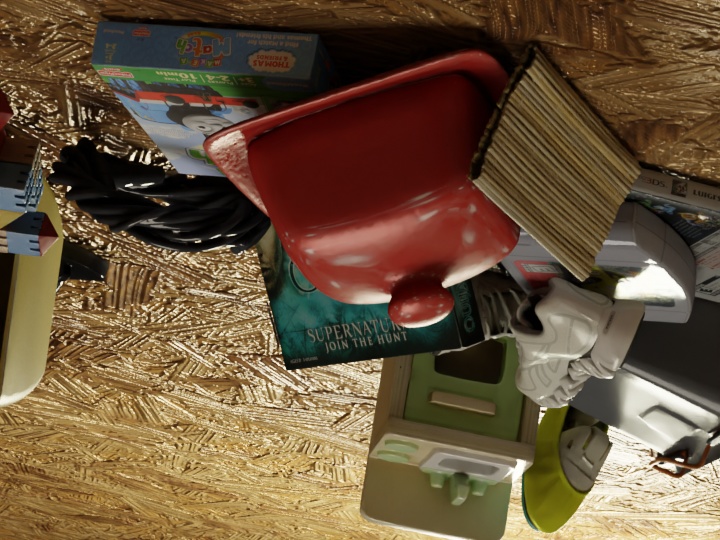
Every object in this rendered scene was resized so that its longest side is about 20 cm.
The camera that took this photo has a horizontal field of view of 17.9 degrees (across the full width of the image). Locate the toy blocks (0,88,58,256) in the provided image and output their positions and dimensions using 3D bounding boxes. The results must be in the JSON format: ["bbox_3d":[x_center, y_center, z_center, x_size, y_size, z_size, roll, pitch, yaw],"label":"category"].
[{"bbox_3d":[-0.297,-0.068,1.691,0.137,0.100,0.200,7,138,4],"label":"toy blocks"}]

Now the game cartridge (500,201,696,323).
[{"bbox_3d":[0.177,-0.005,1.688,0.133,0.041,0.200,0,162,20],"label":"game cartridge"}]

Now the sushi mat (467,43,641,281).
[{"bbox_3d":[0.129,-0.066,1.485,0.012,0.096,0.200,22,172,31],"label":"sushi mat"}]

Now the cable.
[{"bbox_3d":[-0.148,-0.058,1.674,0.163,0.051,0.200,23,-169,5],"label":"cable"}]

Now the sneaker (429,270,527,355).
[{"bbox_3d":[0.112,0.024,1.806,0.115,0.076,0.201,0,-175,5],"label":"sneaker"}]

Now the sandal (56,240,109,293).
[{"bbox_3d":[-0.310,0.001,2.046,0.200,0.043,0.076,0,161,29],"label":"sandal"}]

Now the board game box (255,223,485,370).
[{"bbox_3d":[0.000,0.000,1.715,0.028,0.135,0.200,-17,-175,-43],"label":"board game box"}]

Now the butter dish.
[{"bbox_3d":[0.025,-0.034,1.488,0.200,0.148,0.199,-18,159,12],"label":"butter dish"}]

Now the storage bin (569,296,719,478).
[{"bbox_3d":[0.243,0.085,1.870,0.134,0.146,0.200,22,162,-6],"label":"storage bin"}]

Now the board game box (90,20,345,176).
[{"bbox_3d":[-0.080,-0.111,1.556,0.151,0.037,0.200,5,164,15],"label":"board game box"}]

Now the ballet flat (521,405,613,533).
[{"bbox_3d":[0.190,0.136,1.970,0.067,0.200,0.067,-23,123,40],"label":"ballet flat"}]

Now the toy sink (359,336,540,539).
[{"bbox_3d":[0.082,0.118,1.939,0.130,0.200,0.112,12,164,-4],"label":"toy sink"}]

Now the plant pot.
[{"bbox_3d":[-0.342,0.012,1.867,0.200,0.200,0.176,6,173,14],"label":"plant pot"}]

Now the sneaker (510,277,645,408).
[{"bbox_3d":[0.148,0.049,1.726,0.081,0.075,0.200,25,160,-5],"label":"sneaker"}]

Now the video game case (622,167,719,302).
[{"bbox_3d":[0.228,-0.026,1.688,0.182,0.023,0.200,13,164,-13],"label":"video game case"}]
